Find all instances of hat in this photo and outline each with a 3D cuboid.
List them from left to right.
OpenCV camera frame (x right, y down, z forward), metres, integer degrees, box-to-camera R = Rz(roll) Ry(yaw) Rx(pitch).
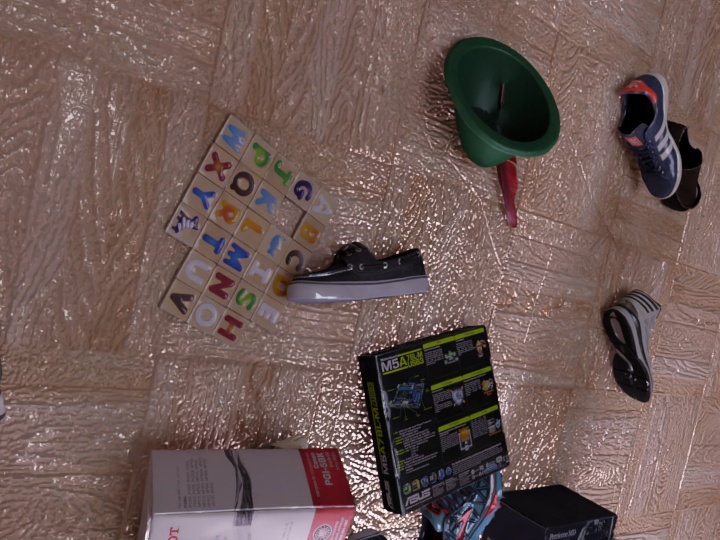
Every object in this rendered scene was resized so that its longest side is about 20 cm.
[{"bbox_3d":[0.151,-0.167,0.874,0.163,0.176,0.204,-18,73,-30],"label":"hat"}]

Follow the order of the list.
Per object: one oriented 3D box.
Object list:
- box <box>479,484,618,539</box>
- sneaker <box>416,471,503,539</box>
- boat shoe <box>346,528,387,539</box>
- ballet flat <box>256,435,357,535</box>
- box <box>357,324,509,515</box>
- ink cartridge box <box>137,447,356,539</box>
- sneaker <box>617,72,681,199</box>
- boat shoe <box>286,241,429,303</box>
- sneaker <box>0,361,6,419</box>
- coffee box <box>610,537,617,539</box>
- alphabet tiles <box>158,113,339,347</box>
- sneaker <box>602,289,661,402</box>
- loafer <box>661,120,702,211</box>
[{"bbox_3d":[0.288,0.466,1.055,0.196,0.123,0.203,8,94,-38],"label":"box"},{"bbox_3d":[0.132,0.340,0.934,0.094,0.079,0.204,26,84,-35],"label":"sneaker"},{"bbox_3d":[-0.026,0.388,0.815,0.196,0.090,0.073,-15,109,-34],"label":"boat shoe"},{"bbox_3d":[-0.068,0.241,0.774,0.201,0.067,0.076,49,51,-33],"label":"ballet flat"},{"bbox_3d":[0.100,0.186,0.865,0.196,0.047,0.199,-11,88,-35],"label":"box"},{"bbox_3d":[-0.120,0.259,0.666,0.195,0.083,0.150,6,119,-22],"label":"ink cartridge box"},{"bbox_3d":[0.455,-0.206,1.064,0.083,0.074,0.205,-26,105,-31],"label":"sneaker"},{"bbox_3d":[0.000,0.000,0.768,0.196,0.069,0.068,-4,85,-34],"label":"boat shoe"},{"bbox_3d":[-0.371,0.072,0.501,0.197,0.066,0.093,7,93,-42],"label":"sneaker"},{"bbox_3d":[0.401,0.570,0.961,0.197,0.198,0.202,-28,118,-27],"label":"coffee box"},{"bbox_3d":[-0.123,-0.029,0.701,0.166,0.007,0.204,34,78,-37],"label":"alphabet tiles"},{"bbox_3d":[0.499,0.126,1.166,0.114,0.075,0.204,-34,116,-24],"label":"sneaker"},{"bbox_3d":[0.550,-0.173,1.141,0.200,0.071,0.074,46,73,-34],"label":"loafer"}]
